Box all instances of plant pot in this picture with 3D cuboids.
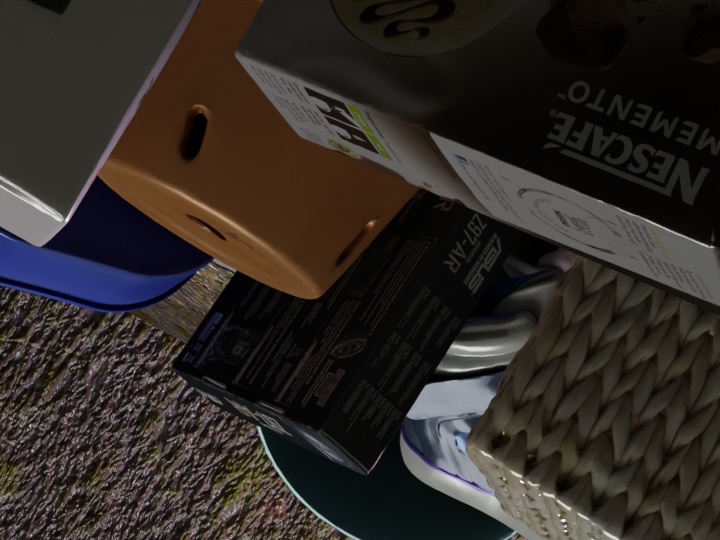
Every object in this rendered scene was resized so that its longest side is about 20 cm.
[{"bbox_3d":[-0.047,-0.080,0.852,0.199,0.141,0.200,30,170,5],"label":"plant pot"},{"bbox_3d":[0.049,0.056,1.080,0.199,0.202,0.161,29,-148,3],"label":"plant pot"}]

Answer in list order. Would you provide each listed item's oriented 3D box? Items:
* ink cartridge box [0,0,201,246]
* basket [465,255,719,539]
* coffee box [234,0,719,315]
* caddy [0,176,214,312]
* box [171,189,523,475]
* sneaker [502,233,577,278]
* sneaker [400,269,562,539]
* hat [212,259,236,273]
[{"bbox_3d":[-0.105,-0.116,0.654,0.084,0.201,0.146,31,170,-11],"label":"ink cartridge box"},{"bbox_3d":[0.167,0.065,0.788,0.160,0.201,0.198,28,170,17],"label":"basket"},{"bbox_3d":[0.070,-0.077,0.606,0.199,0.114,0.080,25,170,27],"label":"coffee box"},{"bbox_3d":[-0.163,-0.058,0.945,0.198,0.143,0.105,17,161,-25],"label":"caddy"},{"bbox_3d":[0.000,0.000,0.929,0.044,0.201,0.159,43,163,-33],"label":"box"},{"bbox_3d":[0.158,0.019,0.940,0.115,0.074,0.199,34,172,-39],"label":"sneaker"},{"bbox_3d":[0.115,0.075,0.920,0.198,0.081,0.148,20,128,16],"label":"sneaker"},{"bbox_3d":[-0.095,-0.043,1.273,0.200,0.081,0.201,35,178,2],"label":"hat"}]
